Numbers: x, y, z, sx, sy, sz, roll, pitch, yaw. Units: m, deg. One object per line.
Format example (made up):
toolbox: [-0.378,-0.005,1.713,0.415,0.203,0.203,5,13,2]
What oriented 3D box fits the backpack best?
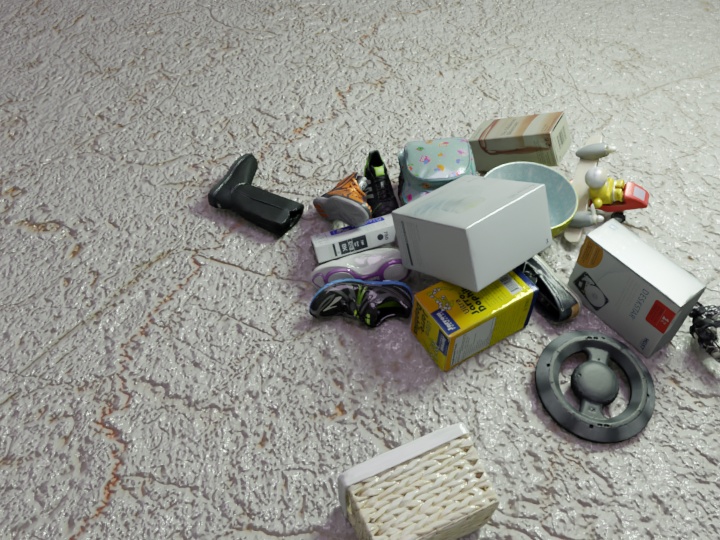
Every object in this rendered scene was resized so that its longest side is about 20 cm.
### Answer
backpack: [0.166,-0.180,1.271,0.174,0.154,0.201,-3,60,3]

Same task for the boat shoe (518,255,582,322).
boat shoe: [0.331,0.023,1.143,0.062,0.075,0.200,-26,58,-29]

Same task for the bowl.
bowl: [0.339,-0.120,1.241,0.198,0.108,0.201,-2,50,2]

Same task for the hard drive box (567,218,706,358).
hard drive box: [0.489,0.031,1.080,0.076,0.157,0.200,-28,53,-22]

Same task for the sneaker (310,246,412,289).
sneaker: [0.000,0.000,1.183,0.198,0.075,0.100,-8,27,-4]

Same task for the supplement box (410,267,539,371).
supplement box: [0.203,0.072,1.076,0.199,0.109,0.110,-25,53,-20]

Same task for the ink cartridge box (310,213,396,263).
ink cartridge box: [0.000,-0.070,1.210,0.198,0.040,0.100,-17,18,-4]

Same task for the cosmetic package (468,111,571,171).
cosmetic package: [0.361,-0.292,1.356,0.199,0.088,0.104,2,42,39]

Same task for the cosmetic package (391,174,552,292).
cosmetic package: [0.199,-0.077,1.075,0.199,0.124,0.199,-29,28,-27]

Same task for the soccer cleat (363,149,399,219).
soccer cleat: [0.042,-0.182,1.318,0.067,0.081,0.201,-9,52,-7]

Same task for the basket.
basket: [0.080,0.326,0.844,0.199,0.136,0.124,-18,55,-15]

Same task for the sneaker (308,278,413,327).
sneaker: [0.003,0.064,1.111,0.198,0.071,0.083,-2,42,-5]

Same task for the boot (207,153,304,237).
boot: [-0.211,-0.171,1.321,0.199,0.066,0.165,21,61,22]

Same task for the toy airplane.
toy airplane: [0.482,-0.178,1.270,0.198,0.141,0.201,-29,66,2]

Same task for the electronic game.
electronic game: [0.397,0.193,1.013,0.198,0.042,0.201,-1,57,1]

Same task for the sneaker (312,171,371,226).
sneaker: [-0.017,-0.158,1.248,0.112,0.078,0.200,-43,31,-17]

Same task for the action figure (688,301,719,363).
action figure: [0.639,0.121,1.028,0.102,0.119,0.201,-27,52,21]
